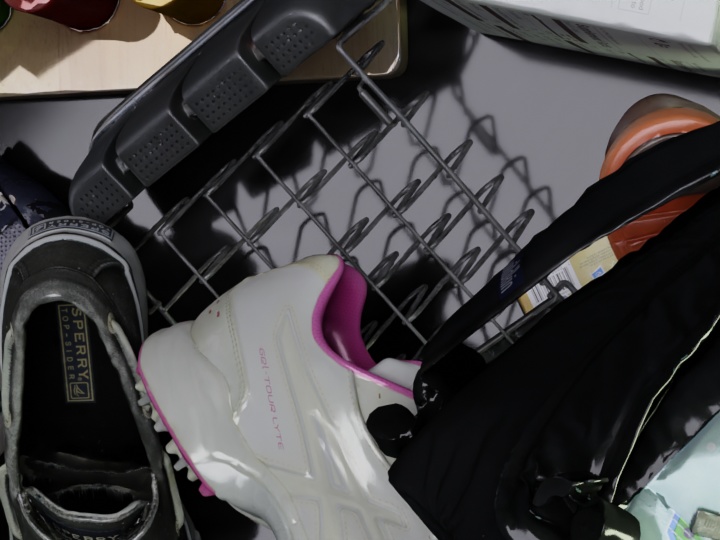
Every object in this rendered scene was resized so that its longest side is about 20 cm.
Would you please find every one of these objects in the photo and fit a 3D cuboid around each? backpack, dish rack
[{"bbox_3d":[0.118,0.039,0.819,0.200,0.167,0.127,-41,114,-4],"label":"backpack"},{"bbox_3d":[0.000,0.000,0.966,0.153,0.055,0.200,-36,99,35],"label":"dish rack"}]

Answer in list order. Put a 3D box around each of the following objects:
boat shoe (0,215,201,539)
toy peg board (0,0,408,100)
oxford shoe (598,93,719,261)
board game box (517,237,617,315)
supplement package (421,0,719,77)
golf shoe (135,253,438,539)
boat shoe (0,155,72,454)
[{"bbox_3d":[-0.099,0.082,0.971,0.070,0.064,0.201,-7,117,2],"label":"boat shoe"},{"bbox_3d":[-0.091,-0.168,0.991,0.198,0.098,0.201,-2,90,12],"label":"toy peg board"},{"bbox_3d":[0.136,0.031,0.927,0.071,0.073,0.201,-16,106,9],"label":"oxford shoe"},{"bbox_3d":[0.171,0.020,0.968,0.200,0.035,0.136,-25,85,10],"label":"board game box"},{"bbox_3d":[0.097,-0.176,0.921,0.111,0.156,0.201,13,92,14],"label":"supplement package"},{"bbox_3d":[0.008,0.082,0.899,0.091,0.075,0.200,-37,76,5],"label":"golf shoe"},{"bbox_3d":[-0.180,0.039,1.030,0.200,0.075,0.093,-44,68,7],"label":"boat shoe"}]
